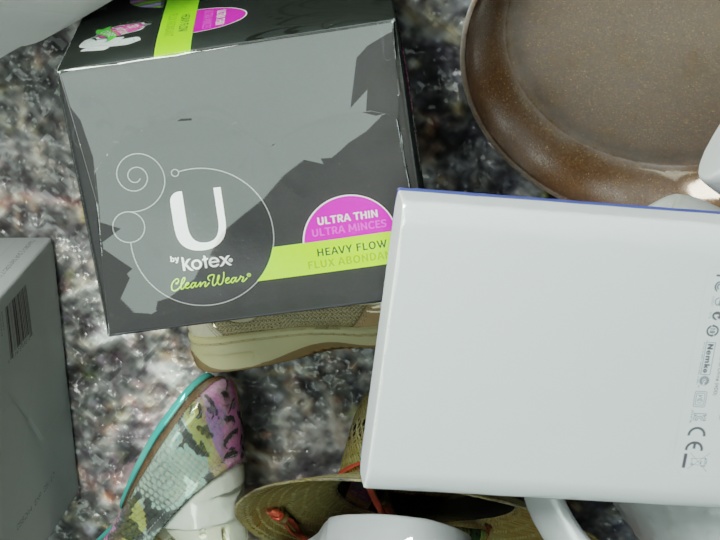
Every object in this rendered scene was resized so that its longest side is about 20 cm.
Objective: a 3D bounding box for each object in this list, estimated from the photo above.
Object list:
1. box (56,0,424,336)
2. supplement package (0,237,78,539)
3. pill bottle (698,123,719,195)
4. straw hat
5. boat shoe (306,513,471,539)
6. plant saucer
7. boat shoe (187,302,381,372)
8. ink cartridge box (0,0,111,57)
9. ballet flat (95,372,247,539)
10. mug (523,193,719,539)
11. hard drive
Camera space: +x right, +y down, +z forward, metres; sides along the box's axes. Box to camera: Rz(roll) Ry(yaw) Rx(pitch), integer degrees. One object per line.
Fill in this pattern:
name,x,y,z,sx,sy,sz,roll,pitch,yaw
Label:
box,-0.049,-0.066,1.030,0.148,0.200,0.125,-9,107,1
supplement package,-0.265,0.075,1.148,0.199,0.152,0.151,0,109,9
pill bottle,0.256,-0.015,1.015,0.200,0.109,0.109,36,110,-6
straw hat,0.035,0.096,1.138,0.200,0.201,0.085,8,69,6
boat shoe,-0.011,0.171,1.132,0.071,0.070,0.200,20,155,-27
plant saucer,0.147,-0.103,1.056,0.200,0.032,0.201,5,133,5
boat shoe,0.000,0.000,1.125,0.199,0.071,0.065,-13,107,14
ink cartridge box,-0.187,-0.208,0.981,0.144,0.147,0.201,-21,78,38
ballet flat,-0.104,0.143,1.184,0.071,0.069,0.200,45,118,17
mug,0.156,0.073,1.065,0.175,0.200,0.148,51,148,-5
hard drive,0.106,0.036,0.960,0.199,0.025,0.132,4,112,-9
